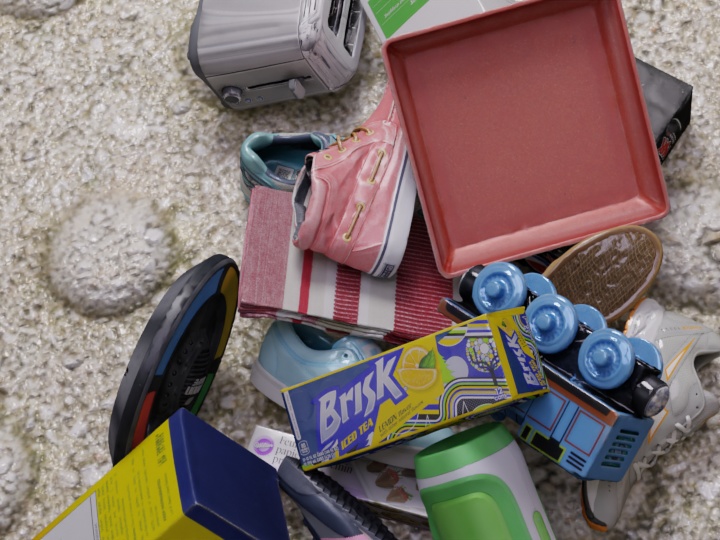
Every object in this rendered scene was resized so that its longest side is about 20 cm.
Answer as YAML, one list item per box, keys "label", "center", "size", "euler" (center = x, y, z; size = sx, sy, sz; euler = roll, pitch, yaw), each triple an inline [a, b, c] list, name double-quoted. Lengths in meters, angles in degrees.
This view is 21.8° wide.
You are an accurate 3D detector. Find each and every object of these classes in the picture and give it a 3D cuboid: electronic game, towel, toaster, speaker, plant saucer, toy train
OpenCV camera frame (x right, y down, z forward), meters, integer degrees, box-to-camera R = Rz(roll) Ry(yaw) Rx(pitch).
- label: "electronic game"
  center: [-0.146, 0.081, 1.500]
  size: [0.041, 0.200, 0.201]
  euler: [23, 69, 9]
- label: "towel"
  center: [0.000, 0.000, 1.555]
  size: [0.199, 0.023, 0.144]
  euler: [11, 45, -7]
- label: "toaster"
  center: [-0.068, -0.242, 1.683]
  size: [0.129, 0.114, 0.201]
  euler: [-2, 63, 23]
- label: "speaker"
  center: [0.110, 0.220, 1.415]
  size: [0.088, 0.088, 0.201]
  euler: [-22, 92, -3]
- label: "plant saucer"
  center: [0.133, -0.116, 1.525]
  size: [0.199, 0.037, 0.201]
  euler: [-16, 97, -3]
- label: "toy train"
  center: [0.142, 0.075, 1.443]
  size: [0.200, 0.087, 0.115]
  euler: [33, 98, 31]

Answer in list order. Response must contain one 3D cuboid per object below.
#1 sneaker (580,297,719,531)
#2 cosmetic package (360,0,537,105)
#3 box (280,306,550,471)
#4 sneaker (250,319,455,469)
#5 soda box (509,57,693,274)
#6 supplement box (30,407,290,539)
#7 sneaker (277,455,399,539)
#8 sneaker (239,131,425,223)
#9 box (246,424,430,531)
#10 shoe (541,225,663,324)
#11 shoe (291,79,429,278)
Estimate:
- label: "sneaker"
  center: [0.236, 0.119, 1.497]
  size: [0.092, 0.076, 0.201]
  euler: [17, 69, 11]
- label: "cosmetic package"
  center: [0.095, -0.186, 1.638]
  size: [0.108, 0.085, 0.201]
  euler: [-41, 58, 25]
- label: "box"
  center: [0.039, 0.092, 1.425]
  size: [0.199, 0.064, 0.070]
  euler: [-22, 80, 33]
- label: "sneaker"
  center: [0.001, 0.094, 1.526]
  size: [0.199, 0.074, 0.082]
  euler: [25, 111, 19]
- label: "soda box"
  center: [0.206, -0.083, 1.603]
  size: [0.071, 0.063, 0.200]
  euler: [30, 72, 19]
- label: "supplement box"
  center: [-0.160, 0.222, 1.424]
  size: [0.200, 0.109, 0.109]
  euler: [-41, 35, 18]
- label: "sneaker"
  center: [-0.006, 0.234, 1.461]
  size: [0.200, 0.070, 0.082]
  euler: [44, 97, 13]
- label: "sneaker"
  center: [-0.014, -0.078, 1.621]
  size: [0.199, 0.086, 0.078]
  euler: [6, 65, 11]
- label: "box"
  center: [0.003, 0.173, 1.522]
  size: [0.199, 0.041, 0.039]
  euler: [14, 67, 14]
- label: "shoe"
  center: [0.162, 0.033, 1.534]
  size: [0.200, 0.053, 0.070]
  euler: [-40, 90, 5]
- label: "shoe"
  center: [0.001, -0.095, 1.551]
  size: [0.091, 0.071, 0.201]
  euler: [17, 64, -13]
